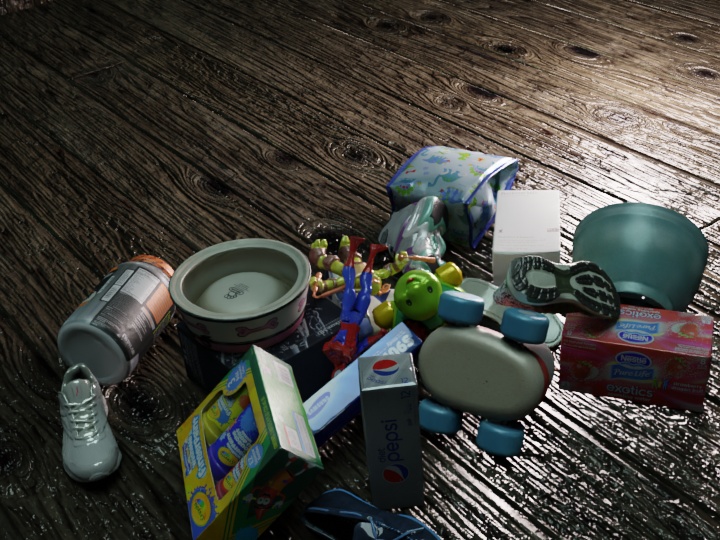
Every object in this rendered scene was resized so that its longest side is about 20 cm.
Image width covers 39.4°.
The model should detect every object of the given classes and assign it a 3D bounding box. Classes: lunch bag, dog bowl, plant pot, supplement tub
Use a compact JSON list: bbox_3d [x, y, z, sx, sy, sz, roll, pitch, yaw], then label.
[{"bbox_3d":[0.167,-0.148,1.784,0.169,0.128,0.200,15,48,27],"label":"lunch bag"},{"bbox_3d":[-0.164,0.038,1.412,0.198,0.074,0.201,-3,34,2],"label":"dog bowl"},{"bbox_3d":[0.400,0.017,1.470,0.199,0.201,0.135,8,52,18],"label":"plant pot"},{"bbox_3d":[-0.360,0.070,1.531,0.122,0.123,0.200,7,35,17],"label":"supplement tub"}]

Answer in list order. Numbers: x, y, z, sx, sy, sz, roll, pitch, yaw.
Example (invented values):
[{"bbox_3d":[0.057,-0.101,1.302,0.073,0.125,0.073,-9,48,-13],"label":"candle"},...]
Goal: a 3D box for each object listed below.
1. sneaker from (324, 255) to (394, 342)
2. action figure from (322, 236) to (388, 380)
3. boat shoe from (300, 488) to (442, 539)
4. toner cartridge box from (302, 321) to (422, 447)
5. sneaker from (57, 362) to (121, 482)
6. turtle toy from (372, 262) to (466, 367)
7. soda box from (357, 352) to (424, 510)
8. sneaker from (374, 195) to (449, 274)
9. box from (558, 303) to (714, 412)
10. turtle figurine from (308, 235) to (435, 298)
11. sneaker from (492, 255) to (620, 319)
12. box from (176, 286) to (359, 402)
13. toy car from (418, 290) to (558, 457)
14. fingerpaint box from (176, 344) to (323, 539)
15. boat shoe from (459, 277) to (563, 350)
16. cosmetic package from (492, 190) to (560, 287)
[{"bbox_3d":[0.014,0.053,1.561,0.114,0.081,0.200,-4,31,-17],"label":"sneaker"},{"bbox_3d":[0.002,0.059,1.365,0.065,0.202,0.099,16,-5,-32],"label":"action figure"},{"bbox_3d":[0.012,0.319,1.163,0.199,0.085,0.068,8,14,42],"label":"boat shoe"},{"bbox_3d":[-0.008,0.159,1.345,0.200,0.095,0.043,-38,72,-26],"label":"toner cartridge box"},{"bbox_3d":[-0.377,0.201,1.358,0.077,0.100,0.200,-16,36,-17],"label":"sneaker"},{"bbox_3d":[0.098,0.065,1.423,0.145,0.200,0.101,-32,43,1],"label":"turtle toy"},{"bbox_3d":[0.038,0.198,1.221,0.068,0.201,0.064,-6,34,0],"label":"soda box"},{"bbox_3d":[0.072,-0.020,1.662,0.139,0.078,0.201,-14,50,35],"label":"sneaker"},{"bbox_3d":[0.380,0.115,1.392,0.198,0.100,0.096,8,36,17],"label":"box"},{"bbox_3d":[0.000,0.000,1.507,0.199,0.065,0.161,-19,30,-20],"label":"turtle figurine"},{"bbox_3d":[0.263,0.032,1.360,0.199,0.089,0.077,13,63,-25],"label":"sneaker"},{"bbox_3d":[-0.130,0.113,1.455,0.199,0.105,0.182,-28,42,-30],"label":"box"},{"bbox_3d":[0.191,0.130,1.375,0.176,0.186,0.200,15,9,28],"label":"toy car"},{"bbox_3d":[-0.144,0.220,1.245,0.167,0.073,0.200,-47,33,16],"label":"fingerpaint box"},{"bbox_3d":[0.225,0.073,1.508,0.076,0.060,0.200,-43,49,-16],"label":"boat shoe"},{"bbox_3d":[0.277,-0.052,1.669,0.112,0.082,0.201,-1,35,9],"label":"cosmetic package"}]
